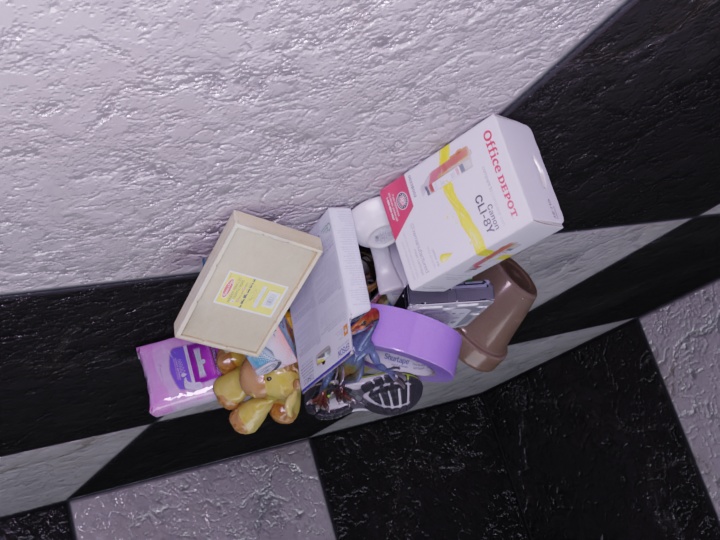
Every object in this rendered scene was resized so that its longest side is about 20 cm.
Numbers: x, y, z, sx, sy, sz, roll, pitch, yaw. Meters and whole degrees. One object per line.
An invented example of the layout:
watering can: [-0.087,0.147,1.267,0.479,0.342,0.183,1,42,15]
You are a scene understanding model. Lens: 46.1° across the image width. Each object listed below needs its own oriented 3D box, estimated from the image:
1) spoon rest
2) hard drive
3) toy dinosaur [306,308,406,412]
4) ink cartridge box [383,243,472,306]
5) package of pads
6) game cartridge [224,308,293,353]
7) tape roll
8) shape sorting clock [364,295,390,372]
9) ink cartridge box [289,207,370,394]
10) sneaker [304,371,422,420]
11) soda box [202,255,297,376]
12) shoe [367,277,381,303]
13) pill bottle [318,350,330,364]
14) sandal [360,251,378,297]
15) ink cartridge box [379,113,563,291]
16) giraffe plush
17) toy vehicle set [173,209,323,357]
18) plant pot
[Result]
spoon rest: [0.028,-0.044,1.220,0.097,0.062,0.202,-17,146,-5]
hard drive: [0.126,0.060,1.357,0.136,0.039,0.200,-3,164,-8]
toy dinosaur: [-0.024,0.117,1.226,0.103,0.200,0.185,3,116,-34]
ink cartridge box: [0.112,0.007,1.396,0.141,0.086,0.200,-8,165,6]
package of pads: [-0.277,0.168,1.457,0.195,0.123,0.076,-15,164,-11]
game cartridge: [-0.119,0.066,1.359,0.196,0.033,0.176,-22,-172,4]
tape roll: [0.061,0.117,1.350,0.195,0.067,0.201,14,163,4]
shape sorting clock: [0.044,0.102,1.573,0.201,0.039,0.201,-53,164,-22]
ink cartridge box: [-0.047,0.046,1.168,0.040,0.205,0.199,0,159,-25]
sneaker: [0.005,0.191,1.383,0.195,0.076,0.081,-1,-163,-5]
soda box: [-0.153,0.058,1.187,0.067,0.064,0.202,-19,134,4]
shoe: [-0.055,0.063,1.469,0.196,0.073,0.091,-18,164,-24]
pill bottle: [-0.107,0.139,1.570,0.196,0.115,0.113,-20,164,5]
sandal: [0.000,0.000,1.305,0.053,0.082,0.200,-18,160,3]
ink cartridge box: [0.135,-0.080,1.066,0.198,0.148,0.082,-31,158,36]
giraffe plush: [-0.139,0.169,1.352,0.197,0.175,0.162,-30,-178,-10]
toy vehicle set: [-0.147,0.023,1.091,0.122,0.027,0.202,17,124,-27]
plant pot: [0.247,0.064,1.652,0.175,0.202,0.198,-48,152,24]
